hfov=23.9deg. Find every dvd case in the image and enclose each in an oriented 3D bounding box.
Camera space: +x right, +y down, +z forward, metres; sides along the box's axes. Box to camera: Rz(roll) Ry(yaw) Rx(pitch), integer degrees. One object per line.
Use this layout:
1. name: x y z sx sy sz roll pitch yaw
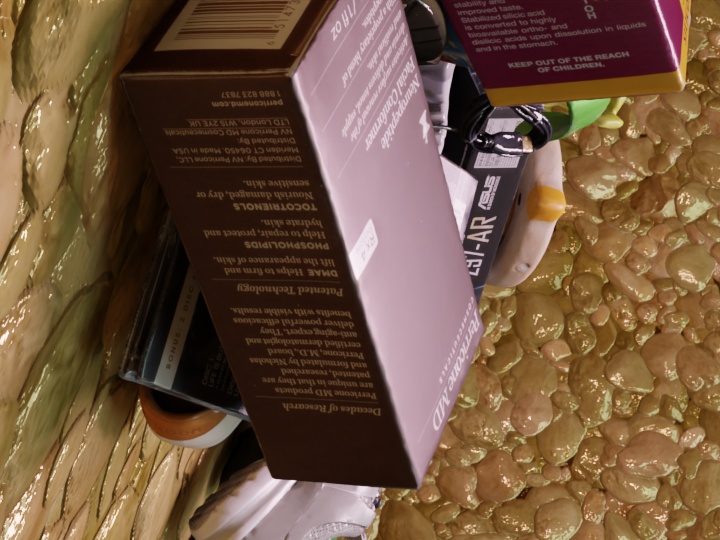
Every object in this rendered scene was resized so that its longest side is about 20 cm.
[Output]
1. dvd case: -0.019 -0.002 0.753 0.200 0.016 0.150 27 76 -54

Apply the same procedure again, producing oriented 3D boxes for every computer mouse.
1. computer mouse: 0.029 -0.066 0.883 0.199 0.034 0.059 -5 143 -37

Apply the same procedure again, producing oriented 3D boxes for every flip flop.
1. flip flop: 0.008 -0.134 0.857 0.200 0.080 0.058 -22 113 -82

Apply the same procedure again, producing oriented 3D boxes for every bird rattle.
1. bird rattle: 0.098 -0.065 1.215 0.200 0.112 0.164 -51 -149 44

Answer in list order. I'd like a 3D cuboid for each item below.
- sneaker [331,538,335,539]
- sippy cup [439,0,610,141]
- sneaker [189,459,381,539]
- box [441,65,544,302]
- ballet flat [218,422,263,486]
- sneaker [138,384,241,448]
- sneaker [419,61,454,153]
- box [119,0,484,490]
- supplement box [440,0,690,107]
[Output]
1. sneaker: -0.048 0.136 1.255 0.085 0.077 0.202 61 40 -73
2. sippy cup: 0.079 -0.171 0.969 0.130 0.139 0.180 11 -90 61
3. sneaker: -0.015 0.132 1.072 0.200 0.082 0.075 -37 -174 -28
4. box: 0.058 -0.086 1.174 0.201 0.043 0.161 106 -26 -42
5. ballet flat: -0.031 0.099 1.180 0.199 0.069 0.068 -17 170 -46
6. sneaker: -0.042 -0.012 0.771 0.085 0.072 0.202 80 32 -83
7. sneaker: 0.022 -0.094 1.058 0.082 0.074 0.201 104 10 -67
8. box: -0.015 -0.020 0.658 0.100 0.074 0.201 -64 148 -44
9. supplement box: 0.085 -0.187 0.773 0.200 0.102 0.132 55 40 -52
